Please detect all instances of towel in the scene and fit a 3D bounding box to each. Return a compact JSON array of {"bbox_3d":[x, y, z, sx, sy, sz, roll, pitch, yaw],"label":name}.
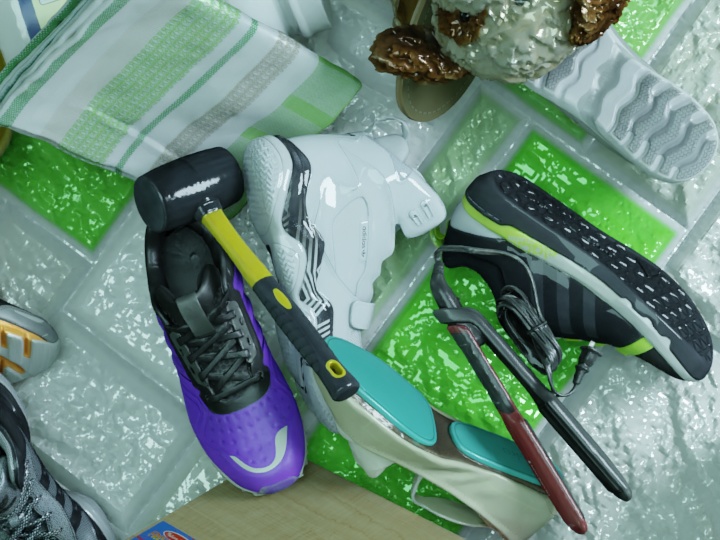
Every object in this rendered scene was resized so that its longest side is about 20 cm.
[{"bbox_3d":[-0.116,-0.107,1.379,0.149,0.200,0.031,-41,43,30],"label":"towel"}]

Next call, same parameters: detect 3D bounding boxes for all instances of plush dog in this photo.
[{"bbox_3d":[0.080,-0.198,1.347,0.199,0.160,0.173,-16,83,32],"label":"plush dog"}]

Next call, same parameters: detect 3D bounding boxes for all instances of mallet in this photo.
[{"bbox_3d":[-0.072,0.006,1.347,0.066,0.041,0.200,-16,56,-26],"label":"mallet"}]

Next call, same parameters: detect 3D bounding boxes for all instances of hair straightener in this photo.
[{"bbox_3d":[0.112,0.063,1.391,0.077,0.041,0.200,-32,81,-8],"label":"hair straightener"}]

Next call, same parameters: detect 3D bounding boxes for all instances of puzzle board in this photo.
[{"bbox_3d":[-0.041,0.178,1.347,0.150,0.200,0.017,-29,123,-33],"label":"puzzle board"}]

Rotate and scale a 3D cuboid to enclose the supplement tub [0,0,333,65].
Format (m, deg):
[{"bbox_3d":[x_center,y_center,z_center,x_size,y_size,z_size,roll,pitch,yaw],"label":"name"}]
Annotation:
[{"bbox_3d":[-0.130,-0.184,1.423,0.199,0.145,0.146,-18,83,5],"label":"supplement tub"}]

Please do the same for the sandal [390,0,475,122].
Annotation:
[{"bbox_3d":[0.051,-0.197,1.455,0.069,0.078,0.213,14,78,39],"label":"sandal"}]

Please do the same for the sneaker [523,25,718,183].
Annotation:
[{"bbox_3d":[0.141,-0.124,1.416,0.075,0.082,0.200,-42,82,-3],"label":"sneaker"}]

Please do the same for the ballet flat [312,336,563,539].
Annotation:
[{"bbox_3d":[0.037,0.114,1.392,0.200,0.069,0.070,31,89,-17],"label":"ballet flat"}]

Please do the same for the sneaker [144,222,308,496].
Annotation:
[{"bbox_3d":[-0.095,0.046,1.404,0.069,0.100,0.201,-23,70,1],"label":"sneaker"}]

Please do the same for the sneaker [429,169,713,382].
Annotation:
[{"bbox_3d":[0.135,0.017,1.425,0.200,0.072,0.083,38,115,9],"label":"sneaker"}]

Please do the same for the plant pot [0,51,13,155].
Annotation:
[{"bbox_3d":[-0.344,-0.121,1.435,0.142,0.200,0.201,-29,81,28],"label":"plant pot"}]

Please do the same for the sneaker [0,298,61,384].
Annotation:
[{"bbox_3d":[-0.291,0.015,1.462,0.199,0.078,0.077,19,51,-4],"label":"sneaker"}]

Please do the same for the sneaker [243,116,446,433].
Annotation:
[{"bbox_3d":[0.000,0.000,1.421,0.114,0.075,0.201,-16,103,-14],"label":"sneaker"}]

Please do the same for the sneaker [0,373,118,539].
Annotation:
[{"bbox_3d":[-0.220,0.155,1.407,0.075,0.114,0.201,-32,94,4],"label":"sneaker"}]
